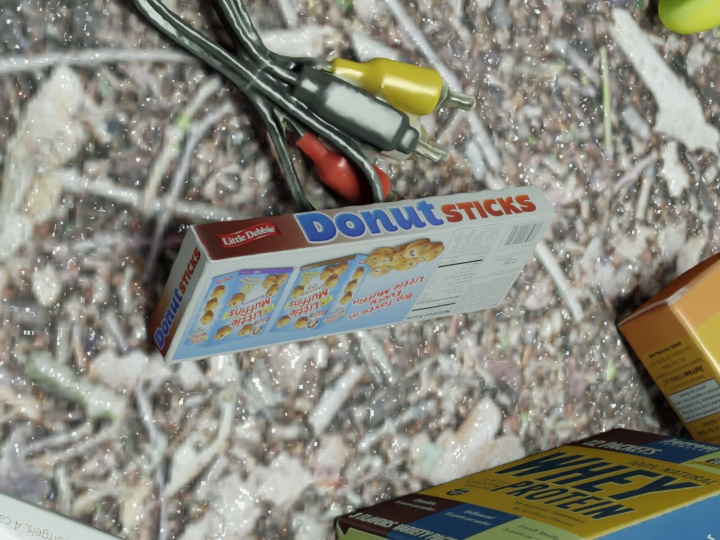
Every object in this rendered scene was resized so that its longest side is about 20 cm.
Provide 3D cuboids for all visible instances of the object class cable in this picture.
[{"bbox_3d":[-0.040,-0.085,0.736,0.199,0.050,0.098,29,93,-20],"label":"cable"}]

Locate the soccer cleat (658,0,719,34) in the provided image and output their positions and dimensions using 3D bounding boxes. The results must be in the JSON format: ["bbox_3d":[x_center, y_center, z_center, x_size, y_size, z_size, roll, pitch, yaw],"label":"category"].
[{"bbox_3d":[0.251,-0.181,0.907,0.200,0.064,0.084,-39,115,-28],"label":"soccer cleat"}]

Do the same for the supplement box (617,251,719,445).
[{"bbox_3d":[0.231,0.090,0.863,0.066,0.069,0.201,-32,86,-25],"label":"supplement box"}]

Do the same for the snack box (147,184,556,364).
[{"bbox_3d":[0.000,0.000,0.738,0.198,0.072,0.024,-8,54,-34],"label":"snack box"}]

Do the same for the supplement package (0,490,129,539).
[{"bbox_3d":[-0.162,0.182,0.586,0.190,0.146,0.202,28,76,-33],"label":"supplement package"}]

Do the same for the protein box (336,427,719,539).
[{"bbox_3d":[0.115,0.205,0.787,0.198,0.134,0.201,-12,99,-34],"label":"protein box"}]
